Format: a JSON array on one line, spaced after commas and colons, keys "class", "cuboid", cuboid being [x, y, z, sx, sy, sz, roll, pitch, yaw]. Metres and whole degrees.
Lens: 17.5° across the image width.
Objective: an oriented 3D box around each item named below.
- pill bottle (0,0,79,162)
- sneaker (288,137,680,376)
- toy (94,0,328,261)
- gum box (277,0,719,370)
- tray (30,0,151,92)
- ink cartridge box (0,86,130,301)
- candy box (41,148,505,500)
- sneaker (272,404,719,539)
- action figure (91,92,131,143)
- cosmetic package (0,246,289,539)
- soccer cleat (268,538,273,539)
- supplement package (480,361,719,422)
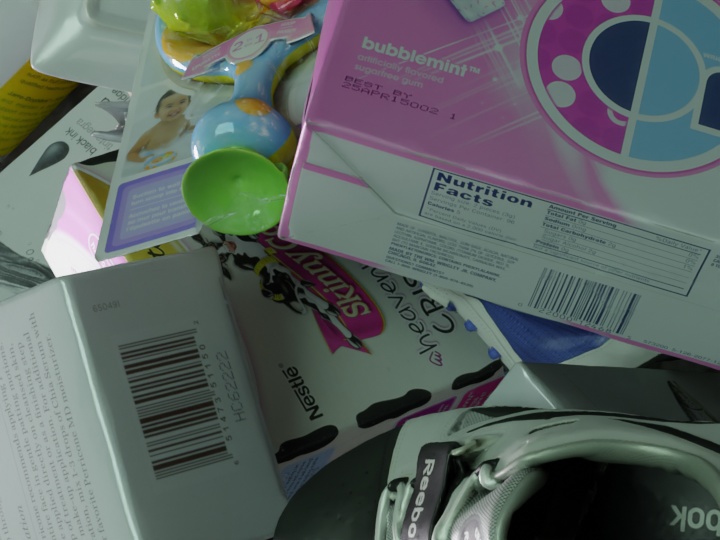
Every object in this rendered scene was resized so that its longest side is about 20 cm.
[{"class": "pill bottle", "cuboid": [-0.172, -0.120, 1.092, 0.200, 0.104, 0.105, -40, 64, 28]}, {"class": "sneaker", "cuboid": [0.045, -0.005, 0.812, 0.198, 0.081, 0.116, 13, 138, 21]}, {"class": "toy", "cuboid": [-0.036, -0.098, 0.803, 0.114, 0.047, 0.201, -16, 44, 19]}, {"class": "gum box", "cuboid": [0.076, -0.046, 0.703, 0.066, 0.198, 0.114, 107, 179, -58]}, {"class": "tray", "cuboid": [-0.059, -0.166, 0.921, 0.106, 0.022, 0.202, 12, 82, -6]}, {"class": "ink cartridge box", "cuboid": [-0.108, 0.026, 0.981, 0.200, 0.084, 0.146, -43, 55, -14]}, {"class": "candy box", "cuboid": [0.000, 0.000, 0.877, 0.137, 0.199, 0.061, 56, 147, 20]}, {"class": "sneaker", "cuboid": [0.042, 0.071, 0.665, 0.199, 0.088, 0.075, -11, 79, 35]}, {"class": "action figure", "cuboid": [-0.062, -0.121, 0.976, 0.070, 0.129, 0.201, 111, 154, -50]}, {"class": "cosmetic package", "cuboid": [-0.122, 0.068, 0.816, 0.199, 0.071, 0.102, -20, 85, 44]}, {"class": "soccer cleat", "cuboid": [-0.039, 0.114, 0.929, 0.067, 0.081, 0.201, 12, 136, 45]}, {"class": "supplement package", "cuboid": [0.108, 0.113, 0.791, 0.118, 0.199, 0.117, -52, 59, 22]}]
